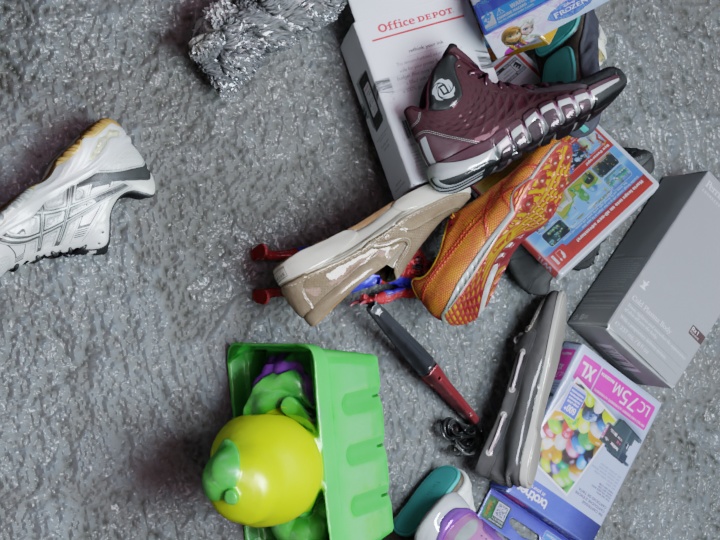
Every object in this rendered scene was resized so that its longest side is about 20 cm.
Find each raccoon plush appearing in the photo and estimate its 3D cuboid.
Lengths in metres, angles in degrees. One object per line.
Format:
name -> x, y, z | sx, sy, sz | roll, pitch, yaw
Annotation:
raccoon plush -> -0.063, -0.220, 1.151 | 0.097, 0.199, 0.135 | 44, 60, -31

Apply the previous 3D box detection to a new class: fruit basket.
fruit basket -> -0.073, 0.164, 1.157 | 0.214, 0.155, 0.218 | 2, 87, -39

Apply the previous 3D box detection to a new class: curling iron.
curling iron -> 0.064, 0.102, 1.266 | 0.201, 0.025, 0.050 | 57, 40, -28

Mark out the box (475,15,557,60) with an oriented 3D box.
box -> 0.179, -0.300, 1.293 | 0.041, 0.119, 0.202 | 30, 78, -21

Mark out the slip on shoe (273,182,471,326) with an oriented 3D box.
slip on shoe -> 0.020, -0.019, 1.195 | 0.199, 0.076, 0.061 | -27, 83, -24

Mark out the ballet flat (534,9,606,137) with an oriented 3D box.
ballet flat -> 0.205, -0.201, 1.301 | 0.073, 0.073, 0.201 | 29, 42, -22

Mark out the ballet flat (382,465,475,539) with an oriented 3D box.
ballet flat -> 0.038, 0.268, 1.264 | 0.200, 0.069, 0.070 | -40, 105, -21

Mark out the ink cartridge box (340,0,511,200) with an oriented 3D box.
ink cartridge box -> 0.058, -0.178, 1.245 | 0.115, 0.067, 0.202 | -17, 82, -15

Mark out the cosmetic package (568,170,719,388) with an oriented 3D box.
cosmetic package -> 0.314, 0.008, 1.373 | 0.107, 0.090, 0.201 | 39, 78, -16

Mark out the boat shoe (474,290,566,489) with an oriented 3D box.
boat shoe -> 0.156, 0.109, 1.308 | 0.056, 0.067, 0.202 | 9, 71, 18

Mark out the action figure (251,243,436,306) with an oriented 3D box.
action figure -> 0.000, 0.000, 1.253 | 0.198, 0.052, 0.066 | -4, 87, -26

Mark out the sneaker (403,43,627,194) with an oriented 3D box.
sneaker -> 0.128, -0.160, 1.178 | 0.199, 0.076, 0.116 | -28, 81, -11

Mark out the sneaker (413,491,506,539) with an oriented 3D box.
sneaker -> 0.113, 0.299, 1.252 | 0.080, 0.088, 0.201 | -43, 135, -29

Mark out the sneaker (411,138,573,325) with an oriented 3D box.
sneaker -> 0.118, -0.046, 1.230 | 0.200, 0.077, 0.073 | -50, 145, -1

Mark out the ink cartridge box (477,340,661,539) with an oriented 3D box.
ink cartridge box -> 0.210, 0.188, 1.352 | 0.119, 0.042, 0.201 | 35, 78, -20

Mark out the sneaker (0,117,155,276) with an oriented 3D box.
sneaker -> -0.252, -0.035, 1.121 | 0.200, 0.075, 0.088 | -45, 107, -17

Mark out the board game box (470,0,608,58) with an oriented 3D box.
board game box -> 0.176, -0.318, 1.219 | 0.199, 0.201, 0.041 | -26, 146, 14

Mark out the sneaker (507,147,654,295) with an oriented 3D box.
sneaker -> 0.217, -0.052, 1.345 | 0.199, 0.076, 0.091 | -34, 114, -15

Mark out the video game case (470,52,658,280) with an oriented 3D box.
video game case -> 0.168, -0.106, 1.294 | 0.143, 0.017, 0.200 | -40, 77, -19
